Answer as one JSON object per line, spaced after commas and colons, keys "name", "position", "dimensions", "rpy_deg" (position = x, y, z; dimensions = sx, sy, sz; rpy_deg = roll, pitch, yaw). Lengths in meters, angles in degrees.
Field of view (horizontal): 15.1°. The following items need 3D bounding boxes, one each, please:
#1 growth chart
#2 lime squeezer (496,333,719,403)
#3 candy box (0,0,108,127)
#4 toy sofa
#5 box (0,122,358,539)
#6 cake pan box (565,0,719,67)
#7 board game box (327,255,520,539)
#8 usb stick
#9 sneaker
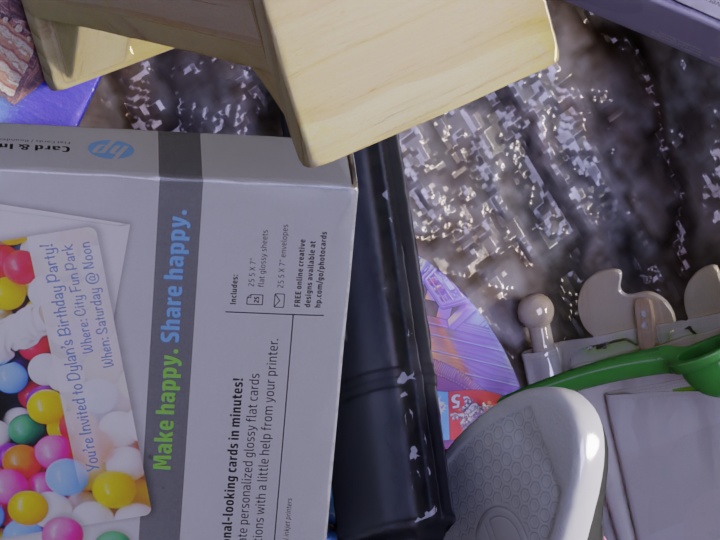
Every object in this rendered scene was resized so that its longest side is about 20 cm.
{"name": "growth chart", "position": [0.149, 0.068, 0.958], "dimensions": [0.018, 0.200, 0.145], "rpy_deg": [-22, 110, -57]}
{"name": "lime squeezer", "position": [0.140, 0.044, 0.932], "dimensions": [0.038, 0.200, 0.071], "rpy_deg": [-48, 145, -41]}
{"name": "candy box", "position": [-0.141, -0.145, 0.879], "dimensions": [0.169, 0.077, 0.200], "rpy_deg": [27, 81, -22]}
{"name": "toy sofa", "position": [-0.034, -0.099, 0.781], "dimensions": [0.083, 0.200, 0.098], "rpy_deg": [-23, 109, -23]}
{"name": "box", "position": [-0.106, 0.031, 0.862], "dimensions": [0.200, 0.041, 0.156], "rpy_deg": [4, 115, -5]}
{"name": "cake pan box", "position": [0.108, -0.179, 0.948], "dimensions": [0.200, 0.052, 0.184], "rpy_deg": [23, 77, 7]}
{"name": "board game box", "position": [-0.020, 0.083, 0.951], "dimensions": [0.200, 0.039, 0.158], "rpy_deg": [-31, 102, -17]}
{"name": "usb stick", "position": [0.000, 0.000, 0.926], "dimensions": [0.033, 0.055, 0.200], "rpy_deg": [-2, 76, -26]}
{"name": "sneaker", "position": [0.072, 0.115, 0.944], "dimensions": [0.099, 0.071, 0.200], "rpy_deg": [-7, 130, -29]}
